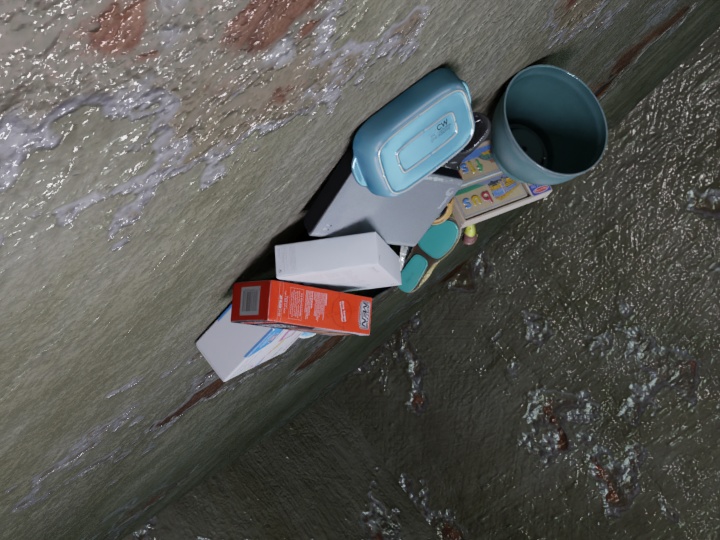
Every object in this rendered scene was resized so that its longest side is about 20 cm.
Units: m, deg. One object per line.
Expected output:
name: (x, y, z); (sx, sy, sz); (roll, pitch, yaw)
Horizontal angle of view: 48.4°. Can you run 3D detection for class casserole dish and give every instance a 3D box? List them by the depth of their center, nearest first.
casserole dish: (0.077, -0.172, 1.036); (0.199, 0.039, 0.122); (-38, 135, -13)

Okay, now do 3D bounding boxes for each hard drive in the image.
hard drive: (0.034, -0.098, 1.131); (0.198, 0.033, 0.140); (4, 136, -39)

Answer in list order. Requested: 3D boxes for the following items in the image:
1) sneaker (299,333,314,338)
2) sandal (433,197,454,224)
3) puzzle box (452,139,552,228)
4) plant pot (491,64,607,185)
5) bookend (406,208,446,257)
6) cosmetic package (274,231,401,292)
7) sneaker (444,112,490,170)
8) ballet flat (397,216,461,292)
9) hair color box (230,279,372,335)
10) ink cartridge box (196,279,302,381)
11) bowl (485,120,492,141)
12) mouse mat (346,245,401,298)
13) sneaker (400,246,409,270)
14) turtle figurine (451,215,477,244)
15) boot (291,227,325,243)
sneaker: (-0.078, 0.050, 1.577); (0.200, 0.078, 0.090); (-44, 164, -33)
sandal: (0.119, -0.102, 1.290); (0.081, 0.053, 0.200); (-66, -174, -14)
puzzle box: (0.234, -0.166, 1.439); (0.197, 0.135, 0.025); (-21, 166, -22)
plant pot: (0.307, -0.231, 1.391); (0.199, 0.201, 0.134); (-35, 175, -25)
bookend: (0.163, -0.090, 1.761); (0.198, 0.092, 0.200); (-41, 171, 4)
cosmetic package: (-0.027, -0.006, 1.198); (0.148, 0.053, 0.200); (-5, 170, 11)
sneaker: (0.143, -0.191, 1.338); (0.199, 0.060, 0.104); (-38, 170, 23)
ballet flat: (0.132, -0.040, 1.521); (0.070, 0.071, 0.201); (-28, 158, -50)
hair color box: (-0.086, 0.059, 1.208); (0.198, 0.062, 0.101); (11, 169, -41)
ink cartridge box: (-0.159, 0.089, 1.353); (0.144, 0.085, 0.199); (-45, 171, 25)
bowl: (0.237, -0.198, 1.564); (0.200, 0.091, 0.201); (-39, 170, -8)
mouse mat: (0.000, 0.000, 1.390); (0.199, 0.007, 0.163); (-32, -143, 39)
sneaker: (0.042, -0.046, 1.577); (0.200, 0.079, 0.079); (-178, -71, -81)
turtle figurine: (0.205, -0.122, 1.498); (0.196, 0.065, 0.163); (0, 136, -7)
boot: (-0.043, -0.039, 1.291); (0.198, 0.069, 0.187); (-22, 175, -42)
